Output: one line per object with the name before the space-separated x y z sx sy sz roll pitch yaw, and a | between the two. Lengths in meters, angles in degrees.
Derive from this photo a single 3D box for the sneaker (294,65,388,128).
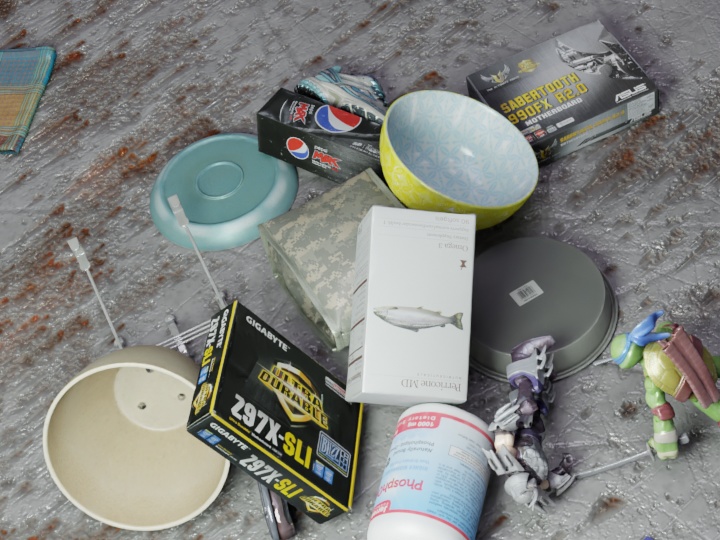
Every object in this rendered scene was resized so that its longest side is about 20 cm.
sneaker | 0.007 -0.218 1.898 0.200 0.078 0.086 33 61 32

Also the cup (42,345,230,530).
cup | -0.233 0.161 1.588 0.199 0.201 0.143 -8 22 5

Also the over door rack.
over door rack | -0.244 0.028 1.747 0.147 0.067 0.201 -24 71 -8

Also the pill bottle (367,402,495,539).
pill bottle | 0.069 0.246 1.486 0.108 0.109 0.201 6 52 16

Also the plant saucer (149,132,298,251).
plant saucer | -0.180 -0.111 1.883 0.199 0.027 0.201 -6 50 7

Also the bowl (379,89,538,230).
bowl | 0.105 -0.112 1.754 0.199 0.108 0.201 13 45 -13

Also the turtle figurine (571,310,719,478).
turtle figurine | 0.344 0.130 1.544 0.193 0.201 0.144 17 31 0

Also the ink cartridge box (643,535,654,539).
ink cartridge box | 0.261 0.348 1.412 0.094 0.037 0.200 30 61 31

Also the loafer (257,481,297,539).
loafer | -0.086 0.202 1.583 0.063 0.072 0.201 -11 48 -5

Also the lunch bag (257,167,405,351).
lunch bag | 0.000 0.000 1.696 0.163 0.118 0.200 -28 47 -12

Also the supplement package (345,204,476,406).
supplement package | 0.054 0.042 1.558 0.116 0.117 0.201 5 79 -8

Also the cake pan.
cake pan | 0.196 0.039 1.673 0.199 0.037 0.201 -6 50 8

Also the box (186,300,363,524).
box | -0.086 0.151 1.535 0.049 0.200 0.160 -31 32 33

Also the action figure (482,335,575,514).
action figure | 0.178 0.167 1.522 0.069 0.130 0.201 -13 40 20

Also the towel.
towel | -0.524 -0.244 2.070 0.146 0.022 0.201 1 52 14

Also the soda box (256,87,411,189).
soda box | -0.034 -0.161 1.847 0.199 0.071 0.063 23 49 20

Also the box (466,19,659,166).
box | 0.259 -0.226 1.867 0.199 0.048 0.159 -23 51 -7
